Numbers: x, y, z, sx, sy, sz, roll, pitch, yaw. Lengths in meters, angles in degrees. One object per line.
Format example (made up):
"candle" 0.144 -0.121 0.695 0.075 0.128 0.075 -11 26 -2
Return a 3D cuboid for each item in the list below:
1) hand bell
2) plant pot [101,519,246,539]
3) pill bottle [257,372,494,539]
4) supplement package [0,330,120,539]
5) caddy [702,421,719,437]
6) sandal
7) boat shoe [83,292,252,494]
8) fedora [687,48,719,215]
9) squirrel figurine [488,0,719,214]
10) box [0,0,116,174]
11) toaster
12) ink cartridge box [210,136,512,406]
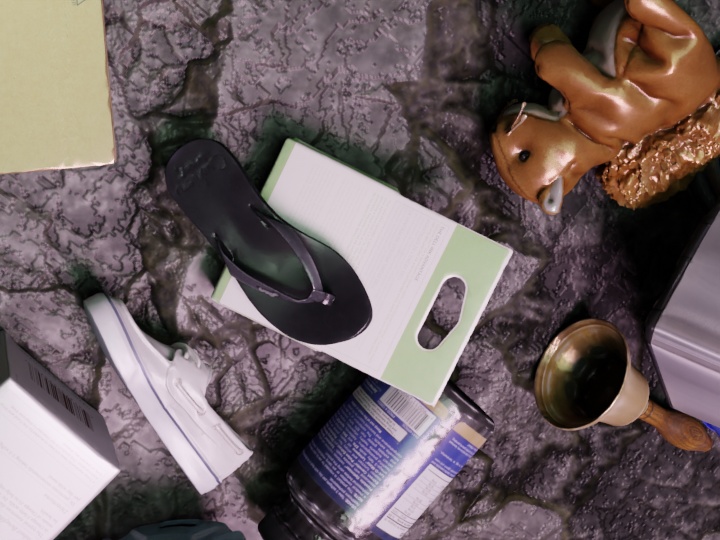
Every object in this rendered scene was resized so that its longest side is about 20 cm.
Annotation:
"hand bell" 0.263 0.129 1.152 0.200 0.104 0.104 29 95 -34
"plant pot" -0.151 0.320 1.014 0.200 0.200 0.196 -11 100 -15
"pill bottle" 0.010 0.168 1.055 0.112 0.112 0.200 42 90 -23
"supplement package" -0.299 0.166 0.951 0.200 0.117 0.117 -44 114 -2
"caddy" 0.416 0.109 1.177 0.200 0.105 0.142 -10 130 -16
"sandal" -0.075 -0.015 0.962 0.200 0.043 0.076 44 96 -3
"boat shoe" -0.152 0.089 1.009 0.065 0.074 0.200 -34 123 -11
"fedora" 0.380 -0.114 1.104 0.200 0.092 0.201 -5 106 -16
"squirrel figurine" 0.210 -0.119 1.029 0.200 0.142 0.187 35 99 -21
"box" -0.269 -0.170 0.916 0.163 0.021 0.200 -7 107 -16
"toaster" 0.325 0.024 1.032 0.181 0.119 0.200 -58 150 -13
"ink cartridge box" 0.000 0.000 1.005 0.200 0.048 0.146 26 96 -3
